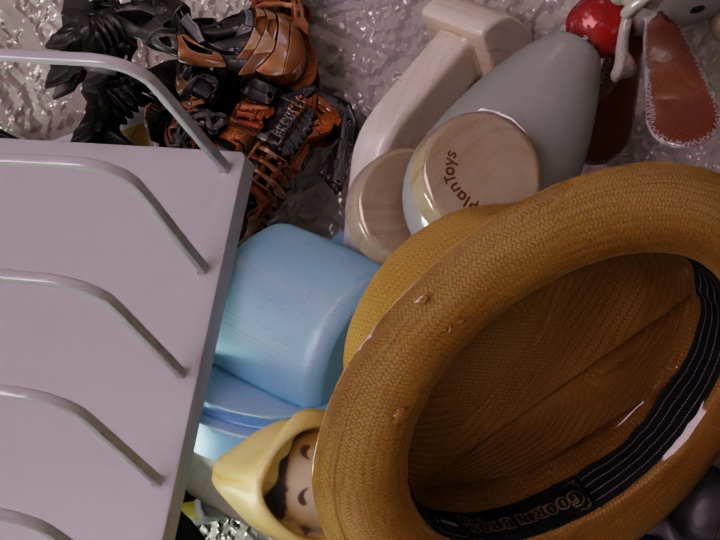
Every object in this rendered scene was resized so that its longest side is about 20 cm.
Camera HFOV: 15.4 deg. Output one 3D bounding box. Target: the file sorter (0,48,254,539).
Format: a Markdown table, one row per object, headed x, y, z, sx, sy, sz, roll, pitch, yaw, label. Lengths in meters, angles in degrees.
| x | y | z | sx | sy | sz | roll | pitch | yaw | label |
| --- | --- | --- | --- | --- | --- | --- | --- | --- | --- |
| -0.144 | 0.020 | 1.066 | 0.139 | 0.125 | 0.200 | 4 | 69 | 19 | file sorter |

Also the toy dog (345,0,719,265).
| x | y | z | sx | sy | sz | roll | pitch | yaw | label |
| --- | --- | --- | --- | --- | --- | --- | --- | --- | --- |
| 0.092 | -0.051 | 1.073 | 0.200 | 0.132 | 0.096 | -38 | 97 | 3 | toy dog |

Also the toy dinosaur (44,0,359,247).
| x | y | z | sx | sy | sz | roll | pitch | yaw | label |
| --- | --- | --- | --- | --- | --- | --- | --- | --- | --- |
| -0.065 | -0.083 | 1.215 | 0.136 | 0.102 | 0.200 | 5 | 43 | 7 | toy dinosaur |

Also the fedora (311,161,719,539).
| x | y | z | sx | sy | sz | roll | pitch | yaw | label |
| --- | --- | --- | --- | --- | --- | --- | --- | --- | --- |
| 0.059 | 0.030 | 0.991 | 0.201 | 0.200 | 0.082 | -57 | 43 | 15 | fedora |

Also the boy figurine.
| x | y | z | sx | sy | sz | roll | pitch | yaw | label |
| --- | --- | --- | --- | --- | --- | --- | --- | --- | --- |
| 0.042 | 0.087 | 1.066 | 0.064 | 0.200 | 0.125 | -166 | 88 | -78 | boy figurine |

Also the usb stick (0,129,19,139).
| x | y | z | sx | sy | sz | roll | pitch | yaw | label |
| --- | --- | --- | --- | --- | --- | --- | --- | --- | --- |
| -0.139 | -0.021 | 1.262 | 0.200 | 0.033 | 0.056 | 27 | 106 | 33 | usb stick |

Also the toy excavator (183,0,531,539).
| x | y | z | sx | sy | sz | roll | pitch | yaw | label |
| --- | --- | --- | --- | --- | --- | --- | --- | --- | --- |
| 0.000 | 0.000 | 1.140 | 0.100 | 0.194 | 0.200 | 26 | 127 | 34 | toy excavator |

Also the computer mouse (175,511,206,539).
| x | y | z | sx | sy | sz | roll | pitch | yaw | label |
| --- | --- | --- | --- | --- | --- | --- | --- | --- | --- |
| -0.103 | 0.164 | 1.197 | 0.138 | 0.053 | 0.200 | 21 | 130 | 24 | computer mouse |

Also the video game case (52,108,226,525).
| x | y | z | sx | sy | sz | roll | pitch | yaw | label |
| --- | --- | --- | --- | --- | --- | --- | --- | --- | --- |
| -0.152 | 0.039 | 1.297 | 0.182 | 0.023 | 0.200 | -16 | 75 | 32 | video game case |
